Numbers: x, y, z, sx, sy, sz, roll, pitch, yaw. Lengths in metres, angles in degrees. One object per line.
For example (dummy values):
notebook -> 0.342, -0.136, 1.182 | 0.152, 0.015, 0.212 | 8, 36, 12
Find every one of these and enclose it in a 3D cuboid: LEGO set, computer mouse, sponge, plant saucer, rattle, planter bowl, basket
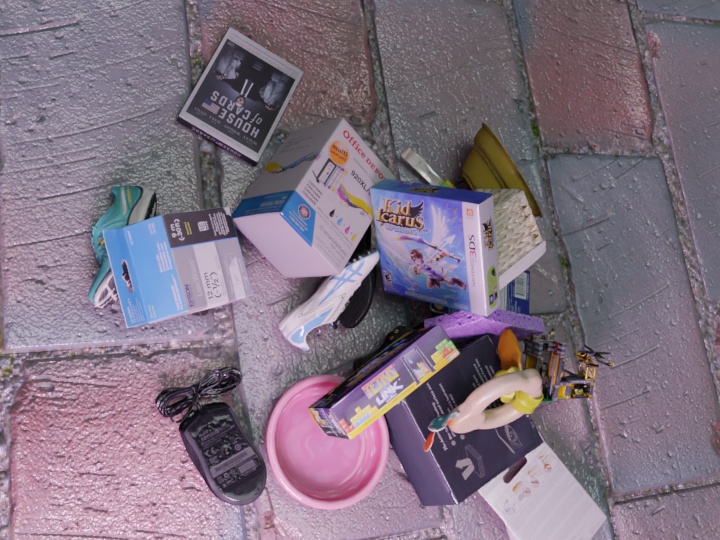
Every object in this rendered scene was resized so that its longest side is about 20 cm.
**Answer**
LEGO set -> 0.312, 0.147, 1.426 | 0.199, 0.154, 0.117 | 4, 98, -22
computer mouse -> -0.205, 0.251, 1.236 | 0.138, 0.053, 0.201 | -20, 73, -29
sponge -> 0.207, 0.093, 1.388 | 0.199, 0.111, 0.030 | 15, 62, -48
plant saucer -> -0.054, 0.263, 1.296 | 0.199, 0.051, 0.202 | 7, 73, -22
rattle -> 0.166, 0.175, 1.283 | 0.199, 0.130, 0.144 | -20, 70, -1
planter bowl -> 0.238, -0.158, 1.512 | 0.083, 0.200, 0.201 | -32, 89, 8
basket -> 0.188, -0.043, 1.395 | 0.200, 0.135, 0.124 | -34, 113, -30

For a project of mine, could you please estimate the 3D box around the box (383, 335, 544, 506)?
box -> 0.153, 0.242, 1.358 | 0.199, 0.117, 0.198 | -26, 86, -29

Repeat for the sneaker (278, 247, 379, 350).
sneaker -> -0.040, 0.043, 1.333 | 0.200, 0.072, 0.073 | -44, 95, -1

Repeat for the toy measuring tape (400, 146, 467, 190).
toy measuring tape -> 0.147, -0.137, 1.490 | 0.200, 0.073, 0.074 | 45, 62, -12

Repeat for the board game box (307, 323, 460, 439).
board game box -> 0.029, 0.161, 1.223 | 0.200, 0.165, 0.057 | -36, 90, -17

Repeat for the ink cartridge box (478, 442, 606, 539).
ink cartridge box -> 0.301, 0.398, 1.424 | 0.160, 0.047, 0.200 | -39, 87, -28

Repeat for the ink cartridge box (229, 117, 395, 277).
ink cartridge box -> -0.072, -0.112, 1.326 | 0.147, 0.144, 0.201 | 46, 60, -29

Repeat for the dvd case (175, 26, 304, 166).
dvd case -> -0.198, -0.293, 1.414 | 0.150, 0.025, 0.201 | 29, 64, -13

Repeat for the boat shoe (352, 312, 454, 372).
boat shoe -> 0.064, 0.124, 1.380 | 0.201, 0.074, 0.063 | -19, 84, -34

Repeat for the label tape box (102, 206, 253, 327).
label tape box -> -0.261, -0.009, 1.226 | 0.200, 0.066, 0.144 | -14, 88, -54

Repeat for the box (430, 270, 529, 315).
box -> 0.208, 0.038, 1.491 | 0.199, 0.032, 0.122 | 14, 68, -21

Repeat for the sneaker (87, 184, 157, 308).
sneaker -> -0.363, -0.037, 1.248 | 0.079, 0.078, 0.201 | 13, 64, 0

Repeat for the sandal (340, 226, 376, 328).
sandal -> 0.001, -0.001, 1.393 | 0.048, 0.075, 0.202 | 24, 61, -46

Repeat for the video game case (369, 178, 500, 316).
video game case -> 0.112, -0.037, 1.280 | 0.045, 0.199, 0.182 | -32, 124, -42
